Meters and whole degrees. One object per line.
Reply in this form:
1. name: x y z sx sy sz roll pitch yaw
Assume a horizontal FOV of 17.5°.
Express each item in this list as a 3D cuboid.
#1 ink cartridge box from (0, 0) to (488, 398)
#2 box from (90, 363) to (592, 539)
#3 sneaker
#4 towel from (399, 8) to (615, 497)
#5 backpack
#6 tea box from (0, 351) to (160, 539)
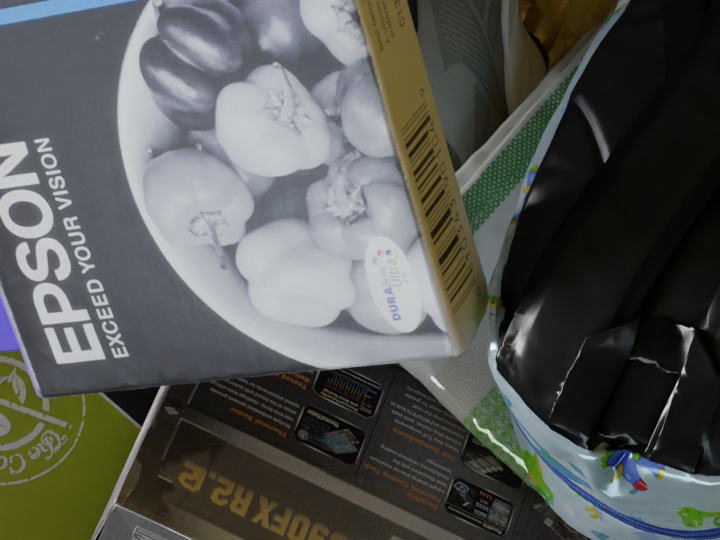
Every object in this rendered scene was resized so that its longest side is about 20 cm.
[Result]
1. ink cartridge box: -0.081 -0.059 0.684 0.199 0.043 0.199 -7 115 24
2. box: 0.028 0.070 0.782 0.199 0.159 0.048 25 141 -3
3. sneaker: 0.016 -0.092 0.799 0.074 0.079 0.201 10 133 36
4. towel: 0.112 0.027 0.775 0.200 0.149 0.031 42 166 8
5. backpack: 0.122 -0.006 0.699 0.162 0.200 0.154 22 146 19
6. tea box: -0.085 0.119 0.829 0.200 0.197 0.134 39 149 8
